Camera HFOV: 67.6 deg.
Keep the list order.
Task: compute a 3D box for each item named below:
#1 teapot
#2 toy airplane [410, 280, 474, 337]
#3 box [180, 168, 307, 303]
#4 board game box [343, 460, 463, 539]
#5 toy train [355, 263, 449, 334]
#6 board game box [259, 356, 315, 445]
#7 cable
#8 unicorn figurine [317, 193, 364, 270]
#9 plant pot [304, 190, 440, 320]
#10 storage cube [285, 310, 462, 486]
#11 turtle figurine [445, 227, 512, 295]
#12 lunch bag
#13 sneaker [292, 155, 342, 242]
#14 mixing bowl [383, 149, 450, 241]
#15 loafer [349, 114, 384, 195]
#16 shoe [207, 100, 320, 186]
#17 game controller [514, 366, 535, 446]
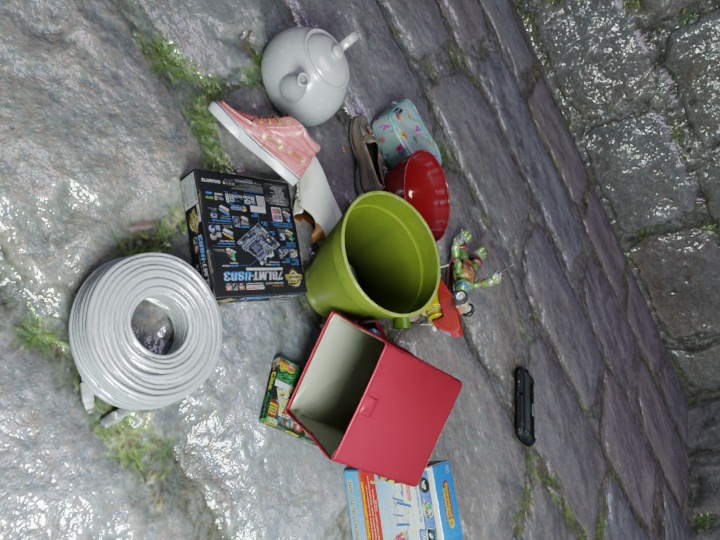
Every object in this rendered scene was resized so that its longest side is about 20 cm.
[{"bbox_3d":[-0.087,-0.395,1.053,0.194,0.144,0.206,10,67,-47],"label":"teapot"},{"bbox_3d":[0.141,0.049,1.177,0.202,0.140,0.199,53,4,-8],"label":"toy airplane"},{"bbox_3d":[-0.184,-0.052,0.879,0.197,0.049,0.205,-1,77,-51],"label":"box"},{"bbox_3d":[0.071,0.423,0.879,0.055,0.193,0.206,5,72,-47],"label":"board game box"},{"bbox_3d":[0.080,0.059,1.036,0.084,0.194,0.120,4,79,-69],"label":"toy train"},{"bbox_3d":[-0.080,0.235,0.912,0.198,0.023,0.107,36,49,-36],"label":"board game box"},{"bbox_3d":[-0.275,0.076,0.705,0.198,0.068,0.206,-17,88,-51],"label":"cable"},{"bbox_3d":[-0.012,-0.078,1.073,0.198,0.073,0.141,-22,93,-51],"label":"unicorn figurine"},{"bbox_3d":[0.000,0.000,0.912,0.196,0.191,0.207,14,65,-32],"label":"plant pot"},{"bbox_3d":[0.021,0.195,0.839,0.178,0.170,0.204,30,84,-33],"label":"storage cube"},{"bbox_3d":[0.291,-0.034,1.339,0.195,0.140,0.205,-71,172,-60],"label":"turtle figurine"},{"bbox_3d":[0.117,-0.313,1.315,0.203,0.076,0.161,59,41,-15],"label":"lunch bag"},{"bbox_3d":[-0.102,-0.147,1.000,0.083,0.073,0.204,-22,73,-12],"label":"sneaker"},{"bbox_3d":[0.110,-0.159,1.210,0.198,0.106,0.207,8,80,-52],"label":"mixing bowl"},{"bbox_3d":[0.022,-0.257,1.192,0.071,0.062,0.206,12,67,-45],"label":"loafer"},{"bbox_3d":[-0.161,-0.243,0.927,0.199,0.071,0.092,38,93,-30],"label":"shoe"},{"bbox_3d":[0.453,0.373,1.481,0.105,0.041,0.205,48,43,-46],"label":"game controller"}]
